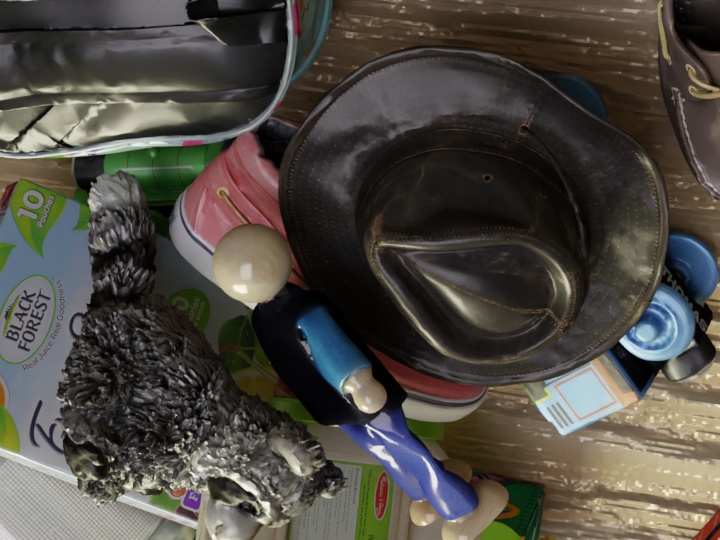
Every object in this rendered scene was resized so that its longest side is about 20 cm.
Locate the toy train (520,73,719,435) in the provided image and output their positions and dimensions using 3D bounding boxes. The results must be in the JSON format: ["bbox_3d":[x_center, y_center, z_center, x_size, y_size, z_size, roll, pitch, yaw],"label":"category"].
[{"bbox_3d":[0.104,-0.013,1.241,0.114,0.087,0.200,-30,103,33],"label":"toy train"}]

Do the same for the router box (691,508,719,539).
[{"bbox_3d":[0.263,0.219,1.320,0.200,0.049,0.180,36,120,-1],"label":"router box"}]

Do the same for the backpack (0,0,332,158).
[{"bbox_3d":[-0.114,-0.152,1.205,0.200,0.151,0.178,-1,113,22],"label":"backpack"}]

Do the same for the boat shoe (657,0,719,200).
[{"bbox_3d":[0.182,-0.121,1.176,0.072,0.060,0.200,3,115,16],"label":"boat shoe"}]

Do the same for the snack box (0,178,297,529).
[{"bbox_3d":[-0.125,0.053,1.289,0.200,0.053,0.142,23,79,-15],"label":"snack box"}]

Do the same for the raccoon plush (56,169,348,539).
[{"bbox_3d":[-0.078,0.043,1.196,0.134,0.097,0.200,-4,89,15],"label":"raccoon plush"}]

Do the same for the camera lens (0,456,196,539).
[{"bbox_3d":[-0.203,0.134,1.366,0.200,0.160,0.160,45,119,-6],"label":"camera lens"}]

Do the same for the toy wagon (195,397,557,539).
[{"bbox_3d":[0.010,0.155,1.277,0.200,0.040,0.155,9,85,-17],"label":"toy wagon"}]

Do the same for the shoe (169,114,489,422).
[{"bbox_3d":[0.000,0.000,1.244,0.200,0.071,0.091,35,134,-8],"label":"shoe"}]

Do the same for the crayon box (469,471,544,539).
[{"bbox_3d":[0.035,0.212,1.385,0.119,0.058,0.200,12,118,12],"label":"crayon box"}]

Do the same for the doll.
[{"bbox_3d":[-0.010,0.055,1.191,0.048,0.136,0.200,-45,116,-11],"label":"doll"}]

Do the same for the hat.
[{"bbox_3d":[0.051,-0.006,1.148,0.201,0.081,0.201,5,122,7],"label":"hat"}]

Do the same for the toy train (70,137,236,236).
[{"bbox_3d":[-0.072,-0.050,1.297,0.200,0.042,0.056,-2,138,19],"label":"toy train"}]
